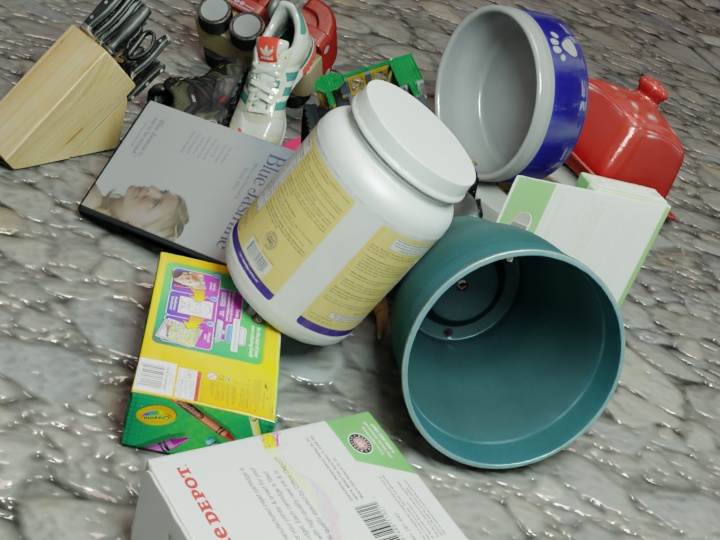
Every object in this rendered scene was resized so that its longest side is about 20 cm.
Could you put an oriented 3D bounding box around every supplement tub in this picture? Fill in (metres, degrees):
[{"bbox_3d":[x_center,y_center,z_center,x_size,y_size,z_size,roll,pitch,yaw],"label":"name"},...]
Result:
[{"bbox_3d":[-0.009,-0.049,1.006,0.145,0.200,0.146,34,26,-19],"label":"supplement tub"}]

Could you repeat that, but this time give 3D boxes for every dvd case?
[{"bbox_3d":[-0.164,-0.083,1.140,0.197,0.018,0.144,21,66,20],"label":"dvd case"}]

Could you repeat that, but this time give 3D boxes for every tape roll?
[{"bbox_3d":[0.209,-0.086,1.427,0.199,0.037,0.204,13,32,-9],"label":"tape roll"}]

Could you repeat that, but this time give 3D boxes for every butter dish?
[{"bbox_3d":[0.342,-0.184,1.506,0.198,0.149,0.200,19,26,-43],"label":"butter dish"}]

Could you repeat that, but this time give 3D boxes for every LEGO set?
[{"bbox_3d":[0.030,-0.147,1.326,0.152,0.117,0.201,-23,42,-6],"label":"LEGO set"}]

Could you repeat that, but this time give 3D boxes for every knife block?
[{"bbox_3d":[-0.295,-0.210,1.212,0.064,0.178,0.199,37,36,28],"label":"knife block"}]

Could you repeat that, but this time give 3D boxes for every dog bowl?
[{"bbox_3d":[0.174,-0.205,1.363,0.078,0.202,0.201,-1,37,-32],"label":"dog bowl"}]

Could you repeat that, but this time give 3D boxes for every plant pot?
[{"bbox_3d":[0.112,0.042,1.053,0.197,0.203,0.188,9,20,-15],"label":"plant pot"}]

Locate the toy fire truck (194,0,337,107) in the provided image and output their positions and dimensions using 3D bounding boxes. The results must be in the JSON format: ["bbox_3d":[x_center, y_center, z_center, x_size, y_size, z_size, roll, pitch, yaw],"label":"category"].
[{"bbox_3d":[-0.095,-0.329,1.509,0.174,0.129,0.201,28,66,14],"label":"toy fire truck"}]

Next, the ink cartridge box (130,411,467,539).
[{"bbox_3d":[-0.046,0.194,0.830,0.198,0.085,0.145,-7,41,-36],"label":"ink cartridge box"}]

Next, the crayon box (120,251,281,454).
[{"bbox_3d":[-0.130,0.072,0.990,0.117,0.059,0.201,13,33,-10],"label":"crayon box"}]

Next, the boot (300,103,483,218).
[{"bbox_3d":[0.031,-0.090,1.181,0.165,0.077,0.202,-7,56,-12],"label":"boot"}]

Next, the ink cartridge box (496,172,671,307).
[{"bbox_3d":[0.215,-0.032,1.232,0.197,0.147,0.048,10,29,-23],"label":"ink cartridge box"}]

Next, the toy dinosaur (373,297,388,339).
[{"bbox_3d":[0.000,0.000,1.188,0.105,0.061,0.200,-22,55,-29],"label":"toy dinosaur"}]

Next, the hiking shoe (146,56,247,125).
[{"bbox_3d":[-0.195,-0.206,1.352,0.099,0.076,0.201,20,33,-5],"label":"hiking shoe"}]

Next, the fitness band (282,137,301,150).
[{"bbox_3d":[0.000,-0.112,1.359,0.197,0.038,0.145,12,36,-11],"label":"fitness band"}]

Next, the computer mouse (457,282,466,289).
[{"bbox_3d":[0.102,-0.010,1.259,0.058,0.034,0.201,10,34,-15],"label":"computer mouse"}]

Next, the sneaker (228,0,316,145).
[{"bbox_3d":[-0.110,-0.219,1.331,0.069,0.094,0.202,15,67,16],"label":"sneaker"}]
